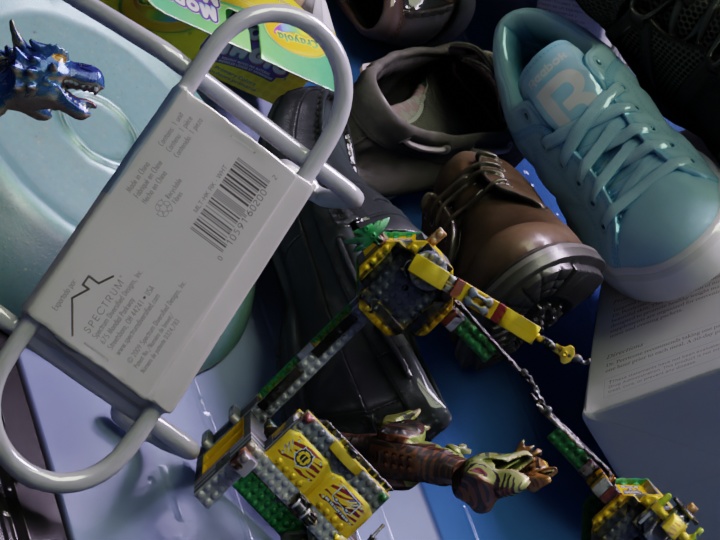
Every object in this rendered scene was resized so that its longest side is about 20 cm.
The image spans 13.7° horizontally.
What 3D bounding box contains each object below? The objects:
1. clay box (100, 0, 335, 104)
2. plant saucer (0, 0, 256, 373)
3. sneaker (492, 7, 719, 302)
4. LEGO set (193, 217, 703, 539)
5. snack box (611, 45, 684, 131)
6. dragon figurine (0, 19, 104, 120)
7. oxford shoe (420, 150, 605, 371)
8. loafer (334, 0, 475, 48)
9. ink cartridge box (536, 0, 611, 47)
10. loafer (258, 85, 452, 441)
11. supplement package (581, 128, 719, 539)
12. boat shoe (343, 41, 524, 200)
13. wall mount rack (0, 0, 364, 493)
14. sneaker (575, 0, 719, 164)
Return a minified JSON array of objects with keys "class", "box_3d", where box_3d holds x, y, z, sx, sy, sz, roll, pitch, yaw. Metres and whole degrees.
[{"class":"clay box","box_3d":[-0.078,-0.154,1.347,0.115,0.048,0.200,23,37,-34]},{"class":"plant saucer","box_3d":[-0.113,-0.047,1.202,0.200,0.036,0.200,30,35,-24]},{"class":"sneaker","box_3d":[0.102,-0.056,1.328,0.082,0.074,0.200,44,5,-31]},{"class":"LEGO set","box_3d":[0.030,0.086,1.103,0.200,0.154,0.116,55,2,-6]},{"class":"snack box","box_3d":[0.205,-0.110,1.620,0.168,0.068,0.200,35,31,-17]},{"class":"dragon figurine","box_3d":[-0.189,-0.041,1.034,0.199,0.059,0.100,1,77,-12]},{"class":"oxford shoe","box_3d":[0.054,-0.008,1.265,0.085,0.073,0.200,57,-1,1]},{"class":"loafer","box_3d":[-0.016,-0.194,1.454,0.063,0.072,0.200,-14,68,-50]},{"class":"ink cartridge box","box_3d":[0.125,-0.212,1.500,0.043,0.200,0.197,11,45,8]},{"class":"loafer","box_3d":[0.000,0.000,1.235,0.068,0.070,0.201,55,20,-45]},{"class":"supplement package","box_3d":[0.220,0.027,1.331,0.147,0.191,0.200,58,25,-27]},{"class":"boat shoe","box_3d":[0.041,-0.074,1.392,0.067,0.057,0.200,52,32,10]},{"class":"wall mount rack","box_3d":[-0.101,-0.027,1.101,0.174,0.200,0.075,37,-9,-21]},{"class":"sneaker","box_3d":[0.152,-0.109,1.326,0.114,0.076,0.199,48,0,-22]}]
